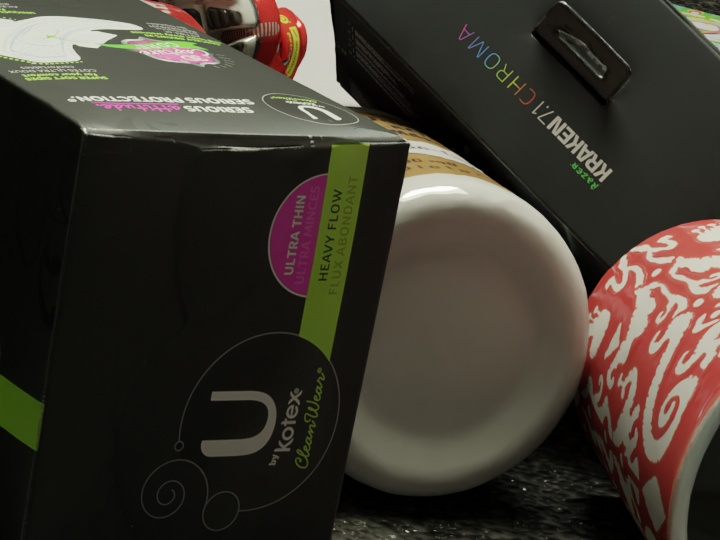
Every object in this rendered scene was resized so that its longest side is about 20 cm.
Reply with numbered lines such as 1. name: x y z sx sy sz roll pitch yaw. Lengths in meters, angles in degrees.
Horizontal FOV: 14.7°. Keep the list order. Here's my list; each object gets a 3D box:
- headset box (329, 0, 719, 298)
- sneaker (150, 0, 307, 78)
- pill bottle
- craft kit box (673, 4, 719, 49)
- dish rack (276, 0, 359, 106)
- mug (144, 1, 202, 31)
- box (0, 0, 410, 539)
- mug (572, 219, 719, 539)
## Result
1. headset box: 0.078 -0.065 1.118 0.174 0.093 0.200 45 -4 6
2. sneaker: -0.062 -0.106 1.266 0.084 0.078 0.200 -11 -2 -17
3. pill bottle: 0.000 0.000 1.049 0.114 0.115 0.200 5 14 -19
4. craft kit box: 0.119 -0.120 1.484 0.196 0.049 0.200 15 14 29
5. dish rack: -0.010 -0.128 1.397 0.199 0.044 0.172 4 55 20
6. mug: -0.152 -0.062 1.113 0.199 0.135 0.177 4 -2 -38
7. box: -0.097 -0.005 0.942 0.124 0.150 0.200 0 18 -34
8. mug: 0.162 0.063 0.939 0.176 0.134 0.200 19 9 -13
